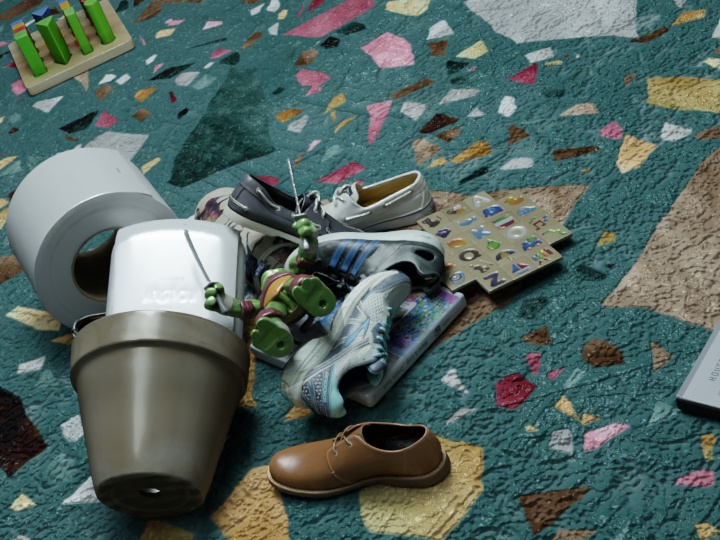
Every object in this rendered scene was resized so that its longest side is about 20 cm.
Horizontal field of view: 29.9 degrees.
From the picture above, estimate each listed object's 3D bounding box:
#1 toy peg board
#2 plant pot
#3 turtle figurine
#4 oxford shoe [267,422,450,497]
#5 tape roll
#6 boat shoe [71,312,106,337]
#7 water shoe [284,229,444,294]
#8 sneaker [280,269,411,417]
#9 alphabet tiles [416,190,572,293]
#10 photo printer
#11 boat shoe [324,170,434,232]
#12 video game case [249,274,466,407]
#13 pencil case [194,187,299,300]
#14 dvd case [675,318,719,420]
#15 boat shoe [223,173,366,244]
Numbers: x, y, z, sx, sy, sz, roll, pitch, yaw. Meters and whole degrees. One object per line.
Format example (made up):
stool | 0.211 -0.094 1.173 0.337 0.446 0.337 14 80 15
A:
toy peg board | -0.524 -0.426 2.356 0.199 0.098 0.199 -26 39 -7
plant pot | -0.224 0.165 1.464 0.199 0.200 0.174 -9 55 14
turtle figurine | -0.110 0.003 1.513 0.143 0.201 0.194 -13 20 -11
oxford shoe | -0.010 0.189 1.414 0.199 0.071 0.072 -10 41 16
tape roll | -0.339 -0.039 1.728 0.202 0.203 0.139 -30 39 -11
boat shoe | -0.258 0.076 1.665 0.199 0.068 0.072 -8 39 11
water shoe | 0.000 0.000 1.595 0.199 0.072 0.079 -10 42 15
sneaker | 0.005 0.087 1.500 0.086 0.078 0.200 27 65 30
alphabet tiles | 0.154 -0.038 1.640 0.166 0.006 0.200 -25 34 -12
photo printer | -0.221 0.032 1.617 0.166 0.070 0.201 1 66 1
boat shoe | -0.008 -0.082 1.732 0.199 0.070 0.071 -14 39 9
video game case | -0.004 0.065 1.595 0.200 0.024 0.182 19 53 40
pencil case | -0.143 -0.035 1.732 0.089 0.078 0.200 -44 42 -6
dvd case | 0.437 0.104 1.346 0.199 0.025 0.150 13 49 36
boat shoe | -0.068 -0.067 1.653 0.199 0.063 0.073 16 15 -27
